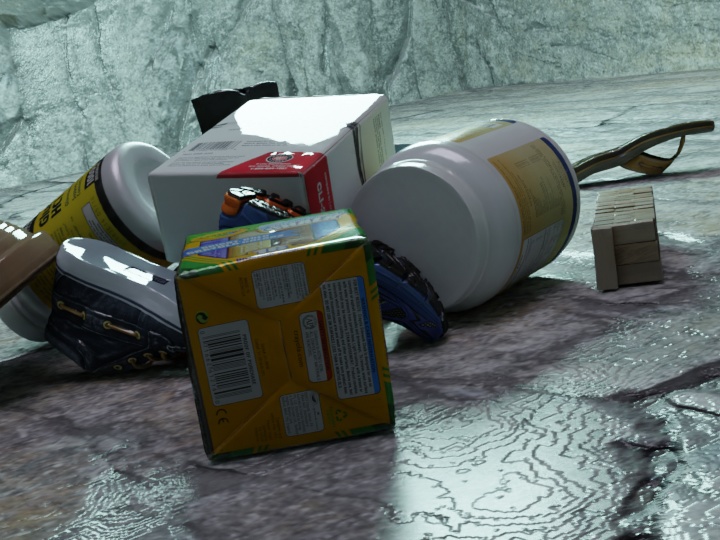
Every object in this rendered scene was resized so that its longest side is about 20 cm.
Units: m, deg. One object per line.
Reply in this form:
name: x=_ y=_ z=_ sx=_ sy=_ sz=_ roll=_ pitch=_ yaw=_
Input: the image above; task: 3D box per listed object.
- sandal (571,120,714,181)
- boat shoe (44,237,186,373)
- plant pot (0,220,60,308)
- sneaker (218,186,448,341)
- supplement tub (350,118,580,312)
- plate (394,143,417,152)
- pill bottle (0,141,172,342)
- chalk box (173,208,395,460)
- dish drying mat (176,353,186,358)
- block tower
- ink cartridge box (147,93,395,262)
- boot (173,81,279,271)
sandal: x=0.351 y=-0.140 z=1.742 sx=0.199 sy=0.055 sz=0.082 roll=-22 pitch=3 yaw=8
boat shoe: x=-0.163 y=0.050 z=1.121 sx=0.200 sy=0.091 sz=0.071 roll=24 pitch=22 yaw=17
plant pot: x=-0.350 y=0.015 z=1.141 sx=0.201 sy=0.093 sz=0.201 roll=-39 pitch=7 yaw=6
sneaker: x=-0.024 y=0.007 z=1.071 sx=0.199 sy=0.079 sz=0.075 roll=26 pitch=15 yaw=-3
supplement tub: x=0.089 y=-0.047 z=1.185 sx=0.144 sy=0.145 sz=0.200 roll=-2 pitch=12 yaw=32
plate: x=0.088 y=-0.065 z=1.411 sx=0.199 sy=0.026 sz=0.200 roll=15 pitch=33 yaw=-10
pill bottle: x=-0.246 y=-0.020 z=1.266 sx=0.200 sy=0.113 sz=0.112 roll=-36 pitch=-3 yaw=27
chalk box: x=-0.051 y=0.032 z=0.939 sx=0.123 sy=0.125 sz=0.200 roll=-10 pitch=11 yaw=-2
dish drying mat: x=-0.106 y=0.041 z=1.233 sx=0.077 sy=0.018 sz=0.200 roll=2 pitch=15 yaw=42
block tower: x=0.238 y=-0.032 z=1.231 sx=0.058 sy=0.054 sz=0.200 roll=-7 pitch=11 yaw=14
ink cartridge box: x=-0.068 y=-0.082 z=1.198 sx=0.144 sy=0.084 sz=0.200 roll=1 pitch=26 yaw=23
boot: x=-0.142 y=-0.086 z=1.443 sx=0.164 sy=0.201 sz=0.066 roll=-16 pitch=12 yaw=-34
